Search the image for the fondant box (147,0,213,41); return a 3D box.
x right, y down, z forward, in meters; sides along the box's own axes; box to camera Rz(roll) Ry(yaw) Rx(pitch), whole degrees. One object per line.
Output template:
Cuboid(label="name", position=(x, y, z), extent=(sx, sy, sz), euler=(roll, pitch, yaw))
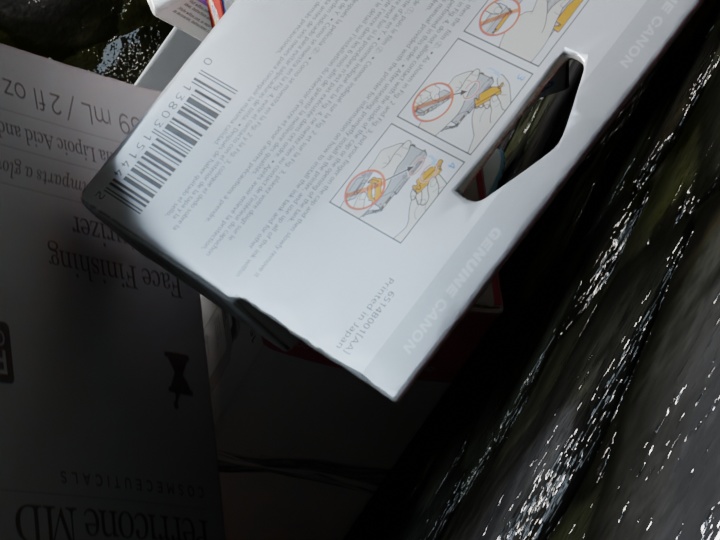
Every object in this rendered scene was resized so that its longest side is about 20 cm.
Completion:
Cuboid(label="fondant box", position=(0.020, -0.158, 1.076), extent=(0.200, 0.058, 0.144), euler=(-28, -24, 20))

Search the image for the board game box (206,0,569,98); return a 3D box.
Cuboid(label="board game box", position=(0.014, -0.114, 1.041), extent=(0.153, 0.040, 0.200), euler=(-18, -22, -6))

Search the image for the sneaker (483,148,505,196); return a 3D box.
Cuboid(label="sneaker", position=(0.000, 0.000, 1.172), extent=(0.077, 0.081, 0.200), euler=(-56, 7, 45))

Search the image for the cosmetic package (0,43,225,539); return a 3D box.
Cuboid(label="cosmetic package", position=(-0.167, 0.035, 0.928), extent=(0.165, 0.200, 0.165), euler=(-16, -15, 31))

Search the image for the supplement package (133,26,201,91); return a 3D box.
Cuboid(label="supplement package", position=(-0.058, -0.043, 1.492), extent=(0.147, 0.191, 0.200), euler=(-59, 2, 38))

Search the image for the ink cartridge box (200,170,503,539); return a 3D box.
Cuboid(label="ink cartridge box", position=(-0.026, 0.014, 1.005), extent=(0.200, 0.083, 0.147), euler=(123, 150, -44))

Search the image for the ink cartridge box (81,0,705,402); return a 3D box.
Cuboid(label="ink cartridge box", position=(0.023, -0.060, 0.863), extent=(0.200, 0.176, 0.045), euler=(-52, -41, -7))
